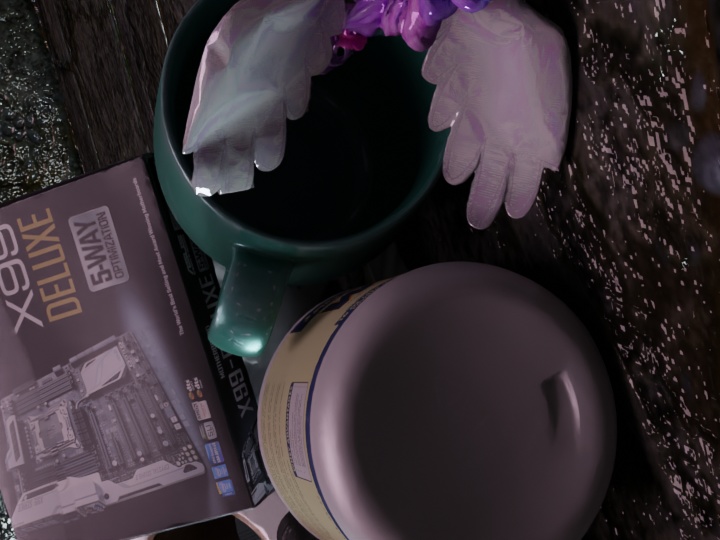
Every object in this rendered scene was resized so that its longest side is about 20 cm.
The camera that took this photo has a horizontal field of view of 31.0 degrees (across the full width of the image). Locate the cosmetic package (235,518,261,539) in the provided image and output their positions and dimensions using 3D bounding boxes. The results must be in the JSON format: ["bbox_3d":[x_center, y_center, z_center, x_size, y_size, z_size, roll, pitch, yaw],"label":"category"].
[{"bbox_3d":[-0.096,0.256,1.075,0.107,0.084,0.203,-177,71,-71],"label":"cosmetic package"}]

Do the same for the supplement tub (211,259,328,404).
[{"bbox_3d":[-0.086,0.003,0.858,0.200,0.130,0.134,-74,-26,-68],"label":"supplement tub"}]

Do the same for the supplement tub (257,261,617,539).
[{"bbox_3d":[0.026,0.076,0.651,0.200,0.143,0.147,162,91,-74],"label":"supplement tub"}]

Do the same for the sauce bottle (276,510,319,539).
[{"bbox_3d":[-0.004,0.188,0.701,0.200,0.065,0.067,-143,38,-67],"label":"sauce bottle"}]

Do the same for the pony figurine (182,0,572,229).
[{"bbox_3d":[0.009,-0.128,0.533,0.195,0.164,0.202,101,164,-46],"label":"pony figurine"}]

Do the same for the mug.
[{"bbox_3d":[-0.046,-0.060,0.683,0.152,0.184,0.114,49,162,3],"label":"mug"}]

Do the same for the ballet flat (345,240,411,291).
[{"bbox_3d":[0.000,0.000,0.808,0.069,0.068,0.203,172,80,-74],"label":"ballet flat"}]

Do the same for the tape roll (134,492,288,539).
[{"bbox_3d":[-0.073,0.193,0.904,0.139,0.200,0.206,-23,-84,-67],"label":"tape roll"}]

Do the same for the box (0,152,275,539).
[{"bbox_3d":[-0.149,0.051,0.741,0.050,0.155,0.203,-26,-80,-71],"label":"box"}]
